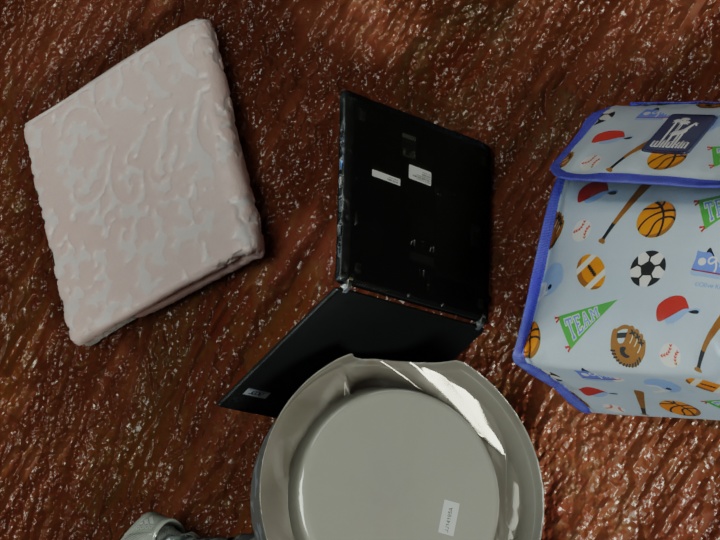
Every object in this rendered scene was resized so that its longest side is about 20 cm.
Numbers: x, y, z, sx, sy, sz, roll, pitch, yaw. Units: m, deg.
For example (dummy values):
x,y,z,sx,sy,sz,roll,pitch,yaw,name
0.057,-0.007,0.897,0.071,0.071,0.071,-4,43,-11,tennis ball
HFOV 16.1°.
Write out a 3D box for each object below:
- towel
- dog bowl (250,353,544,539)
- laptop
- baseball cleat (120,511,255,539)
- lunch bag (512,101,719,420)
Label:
x,y,z,sx,sy,sz,roll,pitch,yaw,name
-0.164,-0.065,1.935,0.191,0.032,0.201,-28,64,29,towel
0.019,0.151,1.665,0.059,0.199,0.201,157,117,-66,dog bowl
0.000,0.000,1.710,0.103,0.177,0.201,-6,77,34,laptop
-0.115,0.205,1.816,0.200,0.070,0.107,-34,62,25,baseball cleat
0.204,-0.016,1.605,0.170,0.124,0.201,3,68,36,lunch bag
